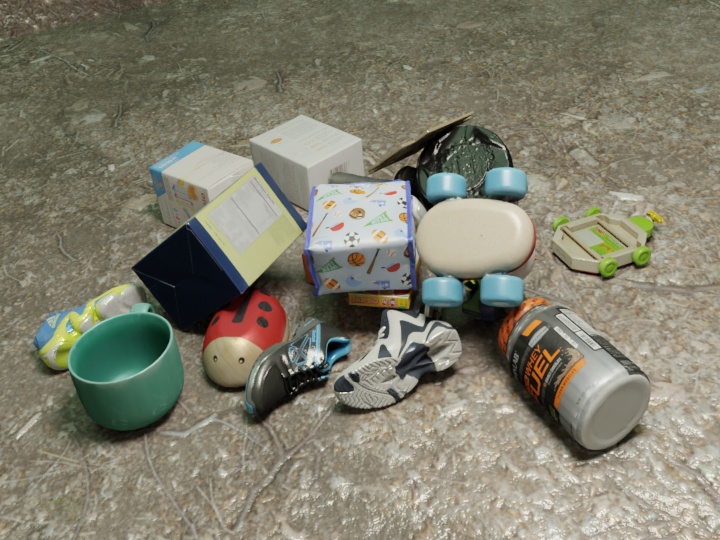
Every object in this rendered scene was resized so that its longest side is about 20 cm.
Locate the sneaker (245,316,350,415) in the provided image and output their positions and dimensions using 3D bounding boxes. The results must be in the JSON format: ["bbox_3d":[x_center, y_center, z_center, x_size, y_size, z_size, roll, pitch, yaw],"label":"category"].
[{"bbox_3d":[-0.091,0.139,1.134,0.080,0.075,0.200,16,42,29],"label":"sneaker"}]

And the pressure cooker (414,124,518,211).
[{"bbox_3d":[0.189,-0.134,1.371,0.173,0.200,0.182,22,77,23],"label":"pressure cooker"}]

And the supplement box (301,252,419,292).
[{"bbox_3d":[0.000,0.000,1.322,0.196,0.070,0.067,13,39,28],"label":"supplement box"}]

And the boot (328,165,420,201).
[{"bbox_3d":[0.028,-0.159,1.471,0.197,0.182,0.074,23,74,25],"label":"boot"}]

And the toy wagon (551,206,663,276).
[{"bbox_3d":[0.434,-0.055,1.350,0.195,0.040,0.156,-16,36,-14],"label":"toy wagon"}]

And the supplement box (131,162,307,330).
[{"bbox_3d":[-0.228,-0.039,1.277,0.198,0.135,0.200,-27,16,44],"label":"supplement box"}]

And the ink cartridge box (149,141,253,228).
[{"bbox_3d":[-0.292,-0.150,1.526,0.197,0.131,0.125,21,43,34],"label":"ink cartridge box"}]

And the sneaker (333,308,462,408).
[{"bbox_3d":[0.038,0.120,1.144,0.196,0.081,0.130,-31,25,-9],"label":"sneaker"}]

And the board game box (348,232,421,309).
[{"bbox_3d":[0.048,-0.010,1.251,0.093,0.031,0.201,4,33,12],"label":"board game box"}]

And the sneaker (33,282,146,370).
[{"bbox_3d":[-0.453,0.075,1.284,0.104,0.077,0.199,20,44,34],"label":"sneaker"}]

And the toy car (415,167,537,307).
[{"bbox_3d":[0.190,-0.029,1.169,0.173,0.199,0.189,-2,77,26],"label":"toy car"}]

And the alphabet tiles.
[{"bbox_3d":[0.105,-0.222,1.355,0.198,0.006,0.165,-30,1,-40],"label":"alphabet tiles"}]

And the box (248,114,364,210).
[{"bbox_3d":[-0.110,-0.225,1.620,0.151,0.108,0.198,-32,42,-31],"label":"box"}]

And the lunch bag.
[{"bbox_3d":[0.004,-0.063,1.203,0.165,0.126,0.203,-4,43,2],"label":"lunch bag"}]

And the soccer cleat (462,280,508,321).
[{"bbox_3d":[0.213,0.007,1.277,0.082,0.066,0.202,3,37,18],"label":"soccer cleat"}]

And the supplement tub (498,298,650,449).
[{"bbox_3d":[0.278,0.130,1.042,0.120,0.125,0.200,-19,36,-18],"label":"supplement tub"}]

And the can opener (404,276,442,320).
[{"bbox_3d":[0.127,0.019,1.285,0.065,0.054,0.201,9,37,20],"label":"can opener"}]

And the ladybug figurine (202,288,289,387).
[{"bbox_3d":[-0.180,0.093,1.214,0.132,0.073,0.202,-1,35,8],"label":"ladybug figurine"}]

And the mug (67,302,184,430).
[{"bbox_3d":[-0.322,0.144,1.130,0.149,0.117,0.185,16,40,29],"label":"mug"}]

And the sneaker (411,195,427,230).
[{"bbox_3d":[0.058,-0.076,1.373,0.080,0.071,0.199,-36,8,-22],"label":"sneaker"}]
